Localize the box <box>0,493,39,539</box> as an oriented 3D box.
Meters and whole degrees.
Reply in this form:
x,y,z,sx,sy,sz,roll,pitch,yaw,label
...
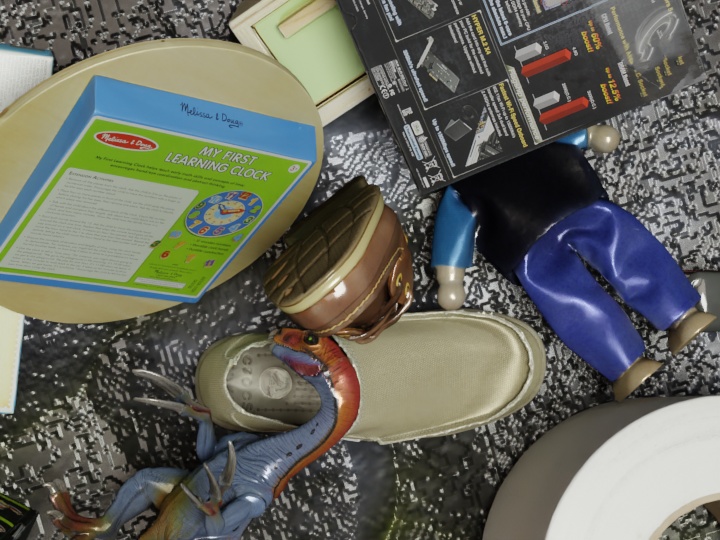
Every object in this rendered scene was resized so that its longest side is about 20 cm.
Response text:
x,y,z,sx,sy,sz,roll,pitch,yaw,label
-0.274,0.113,0.747,0.199,0.193,0.048,27,88,-4,box

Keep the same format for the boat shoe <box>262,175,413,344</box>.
x,y,z,sx,sy,sz,roll,pitch,yaw,label
0.000,0.000,0.754,0.072,0.200,0.068,-38,97,7,boat shoe

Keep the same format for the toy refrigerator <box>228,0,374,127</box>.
x,y,z,sx,sy,sz,roll,pitch,yaw,label
0.034,-0.161,0.786,0.200,0.070,0.076,-32,107,14,toy refrigerator

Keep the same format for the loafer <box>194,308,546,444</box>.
x,y,z,sx,sy,sz,roll,pitch,yaw,label
0.007,0.063,0.820,0.199,0.068,0.076,-6,92,-2,loafer

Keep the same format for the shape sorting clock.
x,y,z,sx,sy,sz,roll,pitch,yaw,label
-0.113,-0.043,0.764,0.199,0.200,0.039,-23,59,-2,shape sorting clock

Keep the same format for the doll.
x,y,z,sx,sy,sz,roll,pitch,yaw,label
0.097,-0.023,0.813,0.136,0.048,0.200,-40,79,-1,doll

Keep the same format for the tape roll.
x,y,z,sx,sy,sz,roll,pitch,yaw,label
0.174,0.167,0.782,0.202,0.139,0.204,1,85,-7,tape roll

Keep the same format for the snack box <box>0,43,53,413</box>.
x,y,z,sx,sy,sz,roll,pitch,yaw,label
-0.234,-0.025,0.794,0.116,0.037,0.201,6,102,-15,snack box

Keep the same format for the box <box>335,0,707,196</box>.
x,y,z,sx,sy,sz,roll,pitch,yaw,label
0.062,-0.158,0.725,0.157,0.050,0.200,-22,112,8,box

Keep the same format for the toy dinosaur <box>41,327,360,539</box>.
x,y,z,sx,sy,sz,roll,pitch,yaw,label
-0.075,0.108,0.784,0.181,0.200,0.105,-24,58,2,toy dinosaur

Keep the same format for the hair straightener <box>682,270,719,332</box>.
x,y,z,sx,sy,sz,roll,pitch,yaw,label
0.276,0.023,0.827,0.199,0.077,0.041,6,90,-3,hair straightener
